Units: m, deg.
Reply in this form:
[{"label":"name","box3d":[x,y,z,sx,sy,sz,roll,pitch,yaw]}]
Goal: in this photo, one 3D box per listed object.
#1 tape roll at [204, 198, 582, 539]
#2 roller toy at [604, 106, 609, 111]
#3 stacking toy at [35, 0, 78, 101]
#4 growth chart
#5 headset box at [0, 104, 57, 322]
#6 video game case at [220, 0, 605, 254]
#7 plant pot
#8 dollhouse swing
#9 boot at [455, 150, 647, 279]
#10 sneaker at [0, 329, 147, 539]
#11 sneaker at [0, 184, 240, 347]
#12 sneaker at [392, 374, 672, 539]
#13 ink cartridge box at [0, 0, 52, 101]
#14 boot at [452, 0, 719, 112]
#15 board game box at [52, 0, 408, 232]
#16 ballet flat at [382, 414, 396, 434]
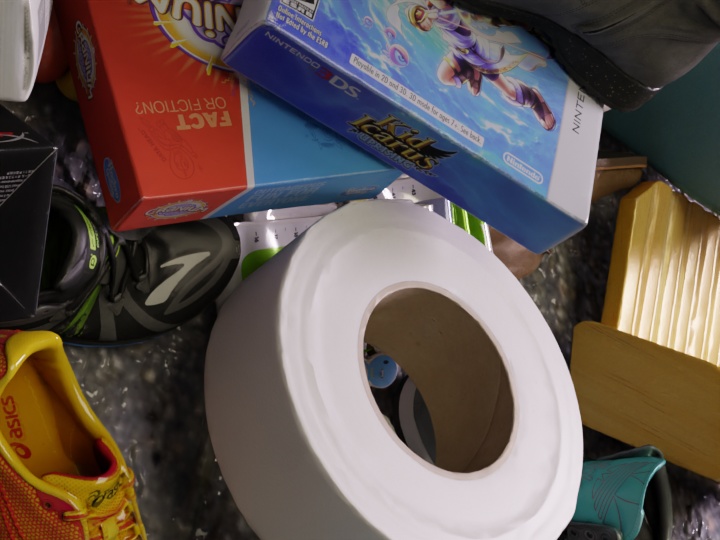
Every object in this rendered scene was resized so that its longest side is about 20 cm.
[{"label":"tape roll","box3d":[0.020,0.067,0.710,0.201,0.071,0.204,22,52,-30]},{"label":"roller toy","box3d":[0.101,-0.179,0.887,0.183,0.139,0.200,55,50,-14]},{"label":"stacking toy","box3d":[-0.126,-0.113,0.719,0.198,0.085,0.086,12,70,-33]},{"label":"growth chart","box3d":[0.000,0.000,0.796,0.198,0.018,0.146,-20,98,-29]},{"label":"headset box","box3d":[-0.234,-0.048,0.544,0.148,0.199,0.078,-8,120,-42]},{"label":"video game case","box3d":[0.043,-0.134,0.715,0.199,0.045,0.183,29,54,-23]},{"label":"plant pot","box3d":[0.297,-0.104,0.970,0.140,0.142,0.200,1,37,-40]},{"label":"dollhouse swing","box3d":[0.262,0.056,0.933,0.199,0.181,0.178,24,87,-39]},{"label":"boot","box3d":[0.114,-0.041,0.918,0.198,0.073,0.076,-14,102,-36]},{"label":"sneaker","box3d":[-0.132,0.122,0.641,0.073,0.077,0.202,-39,112,-41]},{"label":"sneaker","box3d":[-0.137,-0.001,0.669,0.198,0.082,0.072,-3,81,-40]},{"label":"sneaker","box3d":[0.118,0.125,0.826,0.200,0.120,0.084,44,53,-22]},{"label":"ink cartridge box","box3d":[-0.228,-0.117,0.564,0.197,0.161,0.051,1,113,-10]},{"label":"boot","box3d":[0.116,-0.166,0.667,0.199,0.130,0.068,30,53,-23]},{"label":"board game box","box3d":[-0.074,-0.127,0.690,0.152,0.040,0.202,-9,75,-34]},{"label":"ballet flat","box3d":[0.017,0.123,0.784,0.200,0.069,0.070,43,54,-19]}]
